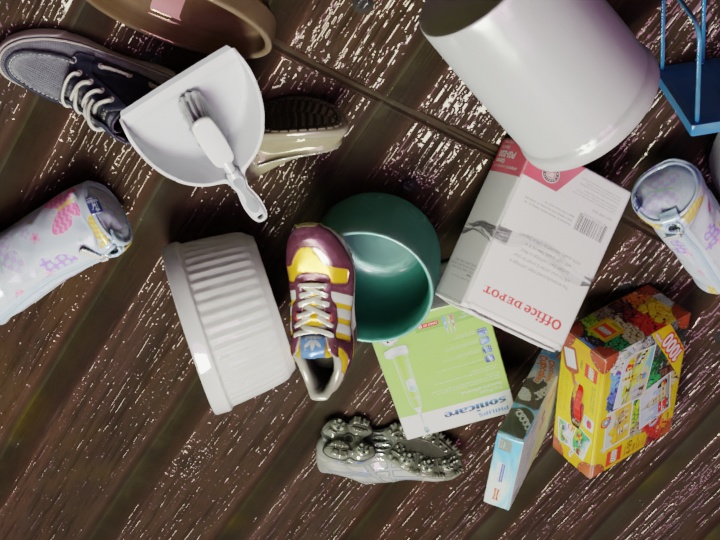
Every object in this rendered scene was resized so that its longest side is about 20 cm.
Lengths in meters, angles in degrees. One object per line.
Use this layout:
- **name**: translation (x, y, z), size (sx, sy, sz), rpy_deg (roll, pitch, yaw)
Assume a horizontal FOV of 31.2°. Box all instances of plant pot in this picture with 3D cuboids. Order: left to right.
- **plant pot**: translation (-0.167, -0.284, 1.237), size (0.199, 0.201, 0.094), rpy_deg (21, 82, -21)

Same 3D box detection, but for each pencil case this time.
- **pencil case**: translation (-0.350, -0.018, 1.433), size (0.199, 0.091, 0.083), rpy_deg (-28, 169, 15)
- **pencil case**: translation (0.389, -0.047, 1.490), size (0.083, 0.091, 0.200), rpy_deg (-33, 140, 18)

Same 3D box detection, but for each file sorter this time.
- **file sorter**: translation (0.423, -0.240, 1.349), size (0.198, 0.139, 0.124), rpy_deg (-9, 124, 0)

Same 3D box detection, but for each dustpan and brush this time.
- **dustpan and brush**: translation (-0.143, -0.120, 1.325), size (0.139, 0.057, 0.200), rpy_deg (-32, 146, -1)

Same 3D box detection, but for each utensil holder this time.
- **utensil holder**: translation (0.179, -0.227, 1.307), size (0.170, 0.171, 0.200), rpy_deg (-37, 121, 20)

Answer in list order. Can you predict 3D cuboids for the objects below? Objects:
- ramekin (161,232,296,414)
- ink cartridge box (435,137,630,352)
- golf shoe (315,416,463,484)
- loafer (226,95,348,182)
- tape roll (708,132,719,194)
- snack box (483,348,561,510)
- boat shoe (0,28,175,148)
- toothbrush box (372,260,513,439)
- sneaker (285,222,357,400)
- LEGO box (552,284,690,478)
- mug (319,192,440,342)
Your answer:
- **ramekin**: translation (-0.146, 0.052, 1.461), size (0.104, 0.201, 0.201), rpy_deg (-18, 128, -6)
- **ink cartridge box**: translation (0.194, -0.029, 1.458), size (0.145, 0.085, 0.201), rpy_deg (25, 88, -24)
- **golf shoe**: translation (0.035, 0.249, 1.719), size (0.198, 0.079, 0.098), rpy_deg (13, 142, -10)
- **loafer**: translation (-0.108, -0.138, 1.398), size (0.198, 0.076, 0.069), rpy_deg (-5, 130, 8)
- **tape roll**: translation (0.501, -0.129, 1.464), size (0.198, 0.066, 0.201), rpy_deg (-9, 135, -9)
- **snack box**: translation (0.210, 0.189, 1.610), size (0.037, 0.200, 0.117), rpy_deg (19, 128, 16)
- **boat shoe**: translation (-0.276, -0.185, 1.323), size (0.198, 0.093, 0.075), rpy_deg (10, 125, -15)
- **toothbrush box**: translation (0.097, 0.097, 1.590), size (0.144, 0.086, 0.201), rpy_deg (-16, 126, 6)
- **sneaker**: translation (-0.043, 0.046, 1.393), size (0.074, 0.090, 0.201), rpy_deg (-2, 125, 14)
- **LEGO box**: translation (0.325, 0.139, 1.621), size (0.148, 0.077, 0.201), rpy_deg (-25, 133, -26)
- **mug**: translation (0.001, -0.009, 1.473), size (0.183, 0.115, 0.153), rpy_deg (-9, 122, 19)
